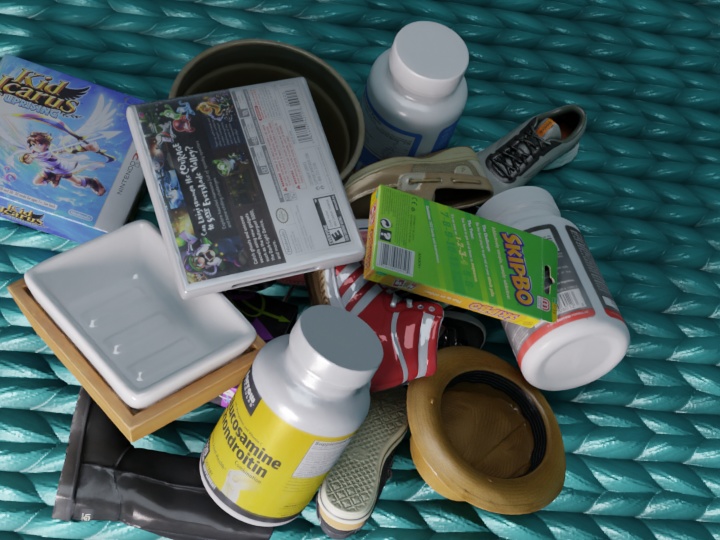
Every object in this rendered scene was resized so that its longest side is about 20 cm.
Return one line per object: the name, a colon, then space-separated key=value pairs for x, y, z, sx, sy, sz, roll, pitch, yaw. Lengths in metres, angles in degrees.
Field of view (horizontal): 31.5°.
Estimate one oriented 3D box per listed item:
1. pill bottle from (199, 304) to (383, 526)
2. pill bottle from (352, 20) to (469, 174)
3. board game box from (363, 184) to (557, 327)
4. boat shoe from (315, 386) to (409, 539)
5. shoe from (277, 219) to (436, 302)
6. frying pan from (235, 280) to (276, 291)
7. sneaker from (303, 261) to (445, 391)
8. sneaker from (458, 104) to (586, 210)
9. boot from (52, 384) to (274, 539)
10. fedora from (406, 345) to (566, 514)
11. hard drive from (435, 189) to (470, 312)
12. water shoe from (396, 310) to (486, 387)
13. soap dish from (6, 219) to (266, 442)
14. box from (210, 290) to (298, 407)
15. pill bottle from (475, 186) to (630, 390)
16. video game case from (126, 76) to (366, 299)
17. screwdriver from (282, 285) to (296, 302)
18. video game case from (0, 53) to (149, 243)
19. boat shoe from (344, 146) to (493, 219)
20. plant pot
pill bottle: x=-0.060 y=0.129 z=1.148 sx=0.112 sy=0.200 sz=0.112 roll=21 pitch=33 yaw=-15
pill bottle: x=0.055 y=-0.180 z=1.417 sx=0.112 sy=0.200 sz=0.112 roll=7 pitch=58 yaw=-11
board game box: x=0.101 y=-0.011 z=1.238 sx=0.200 sy=0.030 sz=0.096 roll=16 pitch=59 yaw=-16
boat shoe: x=0.000 y=0.183 z=1.268 sx=0.075 sy=0.062 sz=0.200 roll=19 pitch=41 yaw=2
shoe: x=0.000 y=0.000 z=1.320 sx=0.200 sy=0.071 sz=0.091 roll=-9 pitch=52 yaw=-19
frying pan: x=-0.171 y=-0.011 z=1.268 sx=0.190 sy=0.115 sz=0.031 roll=11 pitch=78 yaw=0
sneaker: x=0.014 y=0.025 z=1.248 sx=0.112 sy=0.071 sz=0.200 roll=-8 pitch=63 yaw=-16
sneaker: x=0.188 y=-0.139 z=1.501 sx=0.200 sy=0.079 sz=0.074 roll=-34 pitch=75 yaw=-28
boot: x=-0.178 y=0.181 z=1.217 sx=0.200 sy=0.066 sz=0.165 roll=11 pitch=52 yaw=-10
fedora: x=0.113 y=0.170 z=1.275 sx=0.201 sy=0.082 sz=0.201 roll=22 pitch=45 yaw=-24
hard drive: x=0.057 y=-0.003 z=1.408 sx=0.200 sy=0.038 sz=0.140 roll=-24 pitch=68 yaw=-27
water shoe: x=0.049 y=0.093 z=1.307 sx=0.200 sy=0.072 sz=0.079 roll=-6 pitch=29 yaw=-24
soap dish: x=-0.205 y=0.056 z=1.184 sx=0.157 sy=0.081 sz=0.200 roll=-28 pitch=59 yaw=-33
box: x=-0.177 y=0.058 z=1.277 sx=0.200 sy=0.036 sz=0.143 roll=17 pitch=39 yaw=5
pill bottle: x=0.193 y=0.015 z=1.337 sx=0.116 sy=0.116 sz=0.200 roll=-5 pitch=52 yaw=-18
video game case: x=-0.109 y=-0.083 z=1.217 sx=0.182 sy=0.023 sz=0.200 roll=-12 pitch=71 yaw=-20
screwdriver: x=-0.097 y=0.065 z=1.341 sx=0.028 sy=0.029 sz=0.200 roll=26 pitch=48 yaw=2
video game case: x=-0.325 y=-0.128 z=1.380 sx=0.200 sy=0.045 sz=0.181 roll=18 pitch=56 yaw=-3
boat shoe: x=0.056 y=-0.083 z=1.392 sx=0.200 sy=0.071 sz=0.065 roll=-18 pitch=63 yaw=-25
plant pot: x=-0.110 y=-0.113 z=1.348 sx=0.200 sy=0.174 sz=0.200 roll=6 pitch=60 yaw=-10
